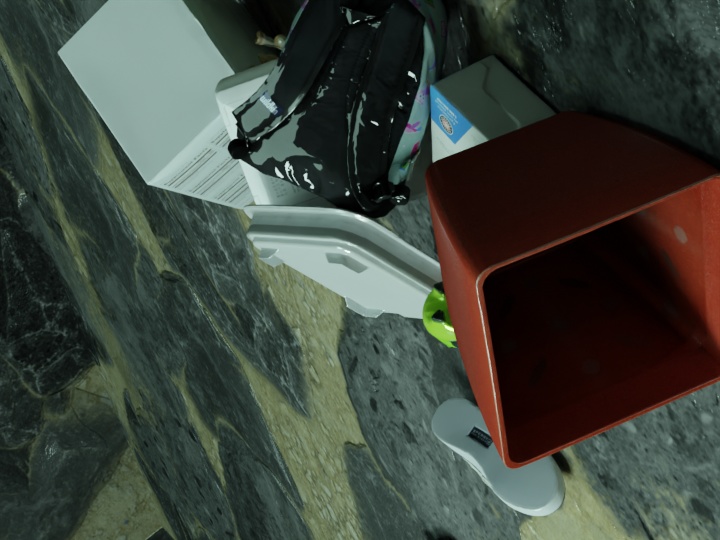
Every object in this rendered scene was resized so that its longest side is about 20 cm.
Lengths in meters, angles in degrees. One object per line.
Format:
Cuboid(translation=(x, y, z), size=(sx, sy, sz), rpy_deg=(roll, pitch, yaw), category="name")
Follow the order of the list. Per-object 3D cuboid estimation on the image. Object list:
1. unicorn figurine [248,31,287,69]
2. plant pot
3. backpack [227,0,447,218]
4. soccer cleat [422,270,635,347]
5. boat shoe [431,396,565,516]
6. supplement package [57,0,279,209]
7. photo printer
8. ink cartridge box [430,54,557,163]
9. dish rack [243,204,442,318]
Cuboid(translation=(-0.034, -0.185, 1.646), size=(0.200, 0.137, 0.074), rpy_deg=(-108, 40, -60), category="unicorn figurine")
Cuboid(translation=(0.151, -0.006, 1.277), size=(0.176, 0.199, 0.200), rpy_deg=(-124, 17, -49), category="plant pot")
Cuboid(translation=(-0.007, -0.165, 1.433), size=(0.167, 0.127, 0.200), rpy_deg=(21, 115, 2), category="backpack")
Cuboid(translation=(0.151, 0.040, 1.418), size=(0.199, 0.068, 0.081), rpy_deg=(1, 156, 23), category="soccer cleat")
Cuboid(translation=(0.154, 0.202, 1.755), size=(0.070, 0.071, 0.200), rpy_deg=(41, 174, -40), category="boat shoe")
Cuboid(translation=(-0.172, -0.191, 1.774), size=(0.191, 0.147, 0.200), rpy_deg=(54, -164, 20), category="supplement package")
Cuboid(translation=(-0.017, -0.130, 1.556), size=(0.167, 0.200, 0.069), rpy_deg=(68, -157, -11), category="photo printer")
Cuboid(translation=(0.120, -0.069, 1.437), size=(0.116, 0.067, 0.200), rpy_deg=(49, 158, 34), category="ink cartridge box")
Cuboid(translation=(0.000, 0.000, 1.523), size=(0.171, 0.044, 0.200), rpy_deg=(4, 160, 47), category="dish rack")
